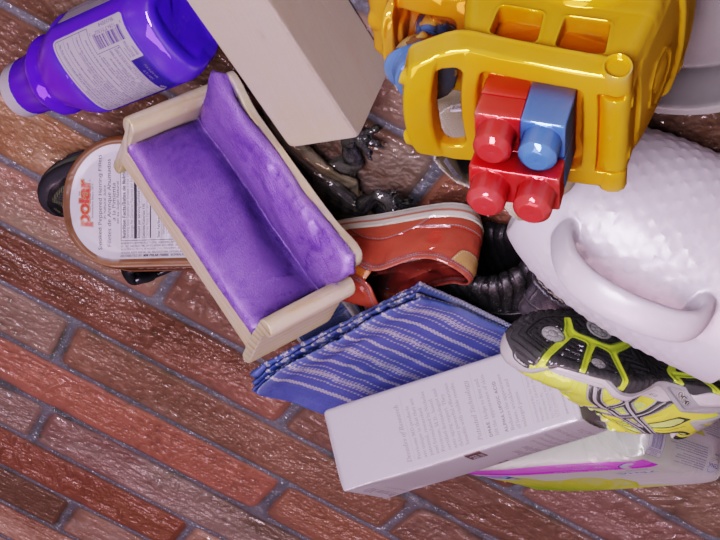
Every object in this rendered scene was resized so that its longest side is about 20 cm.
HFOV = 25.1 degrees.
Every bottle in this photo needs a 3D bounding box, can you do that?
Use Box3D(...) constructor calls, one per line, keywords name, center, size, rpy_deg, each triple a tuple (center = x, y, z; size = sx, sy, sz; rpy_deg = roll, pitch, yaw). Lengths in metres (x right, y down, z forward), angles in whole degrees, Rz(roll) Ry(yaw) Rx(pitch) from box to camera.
Box3D(name="bottle", center=(-0.200, -0.164, 1.240), size=(0.200, 0.065, 0.084), rpy_deg=(-14, 124, 41))

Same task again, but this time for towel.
Box3D(name="towel", center=(0.025, 0.076, 1.293), size=(0.145, 0.024, 0.200), rpy_deg=(24, 141, -38))

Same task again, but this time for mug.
Box3D(name="mug", center=(0.193, -0.014, 1.107), size=(0.175, 0.200, 0.148), rpy_deg=(27, 119, 1))

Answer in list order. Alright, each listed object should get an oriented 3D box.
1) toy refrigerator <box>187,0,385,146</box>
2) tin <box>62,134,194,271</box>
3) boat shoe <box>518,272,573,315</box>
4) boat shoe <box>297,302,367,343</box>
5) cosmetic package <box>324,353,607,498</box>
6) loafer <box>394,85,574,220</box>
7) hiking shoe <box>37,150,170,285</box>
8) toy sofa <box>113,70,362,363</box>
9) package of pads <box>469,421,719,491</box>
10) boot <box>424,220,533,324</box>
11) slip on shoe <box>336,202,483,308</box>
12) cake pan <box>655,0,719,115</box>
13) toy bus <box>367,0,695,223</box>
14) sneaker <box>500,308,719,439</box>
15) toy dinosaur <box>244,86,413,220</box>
Box3D(name="toy refrigerator", center=(-0.064, -0.185, 1.129), size=(0.070, 0.076, 0.200), rpy_deg=(-6, 136, 34))
Box3D(name="tin", center=(-0.147, -0.056, 1.297), size=(0.199, 0.112, 0.042), rpy_deg=(-1, 174, 19))
Box3D(name="boat shoe", center=(0.215, 0.043, 1.243), size=(0.200, 0.074, 0.060), rpy_deg=(20, 124, -22))
Box3D(name="boat shoe", center=(-0.057, -0.012, 1.342), size=(0.072, 0.072, 0.200), rpy_deg=(-26, 99, 15))
Box3D(name="cosmetic package", center=(0.084, 0.119, 1.276), size=(0.200, 0.074, 0.102), rpy_deg=(-21, 163, 17))
Box3D(name="loafer", center=(0.074, -0.097, 1.099), size=(0.076, 0.068, 0.200), rpy_deg=(40, -179, -39))
Box3D(name="hiking shoe", center=(-0.195, -0.041, 1.367), size=(0.199, 0.101, 0.076), rpy_deg=(9, 142, 19))
Box3D(name="toy sofa", center=(-0.092, -0.043, 1.190), size=(0.200, 0.083, 0.098), rpy_deg=(55, 148, 14))
Box3D(name="package of pads", center=(0.191, 0.147, 1.382), size=(0.200, 0.068, 0.154), rpy_deg=(-8, 163, 36))
Box3D(name="boot", center=(0.068, 0.033, 1.334), size=(0.211, 0.080, 0.158), rpy_deg=(-9, 142, 23))
Box3D(name="slip on shoe", center=(0.000, 0.000, 1.247), size=(0.199, 0.061, 0.074), rpy_deg=(-12, 149, 19))
Box3D(name="cake pan", center=(0.193, -0.182, 1.022), size=(0.200, 0.037, 0.200), rpy_deg=(15, 144, 11))
Box3D(name="toy bus", center=(0.083, -0.119, 0.969), size=(0.199, 0.192, 0.136), rpy_deg=(13, 146, 16))
Box3D(name="sneaker", center=(0.186, 0.085, 1.175), size=(0.200, 0.076, 0.076), rpy_deg=(16, 127, -22))
Box3D(name="toy dinosaur", center=(-0.009, -0.072, 1.276), size=(0.088, 0.048, 0.200), rpy_deg=(-5, 133, 44))
